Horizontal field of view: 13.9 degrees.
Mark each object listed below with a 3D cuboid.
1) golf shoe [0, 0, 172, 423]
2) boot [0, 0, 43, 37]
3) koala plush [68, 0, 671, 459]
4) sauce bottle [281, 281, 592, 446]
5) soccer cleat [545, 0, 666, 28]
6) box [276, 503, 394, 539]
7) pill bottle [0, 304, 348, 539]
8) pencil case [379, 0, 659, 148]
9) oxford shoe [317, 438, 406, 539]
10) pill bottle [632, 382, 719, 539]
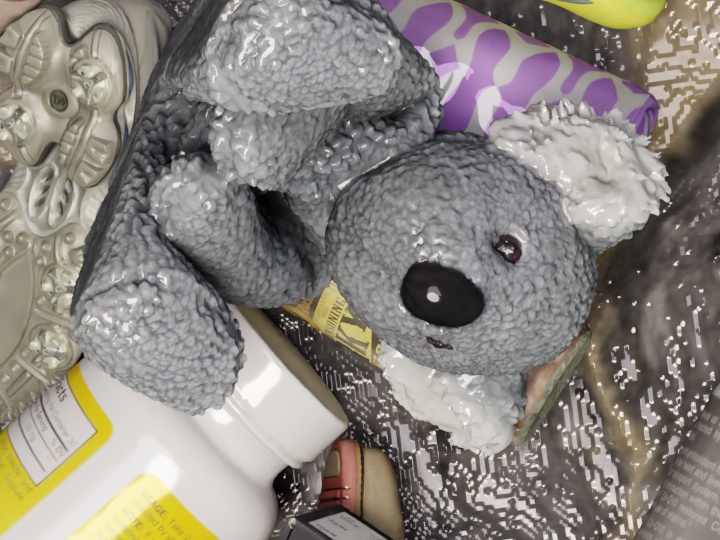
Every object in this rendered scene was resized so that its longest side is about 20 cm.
[{"bbox_3d":[-0.122,-0.027,1.271,0.078,0.097,0.200,29,119,14],"label":"golf shoe"},{"bbox_3d":[-0.137,-0.176,1.274,0.070,0.200,0.146,35,128,-10],"label":"boot"},{"bbox_3d":[0.009,-0.025,1.158,0.200,0.184,0.178,24,107,-10],"label":"koala plush"},{"bbox_3d":[0.000,0.000,1.257,0.200,0.065,0.065,31,91,11],"label":"sauce bottle"},{"bbox_3d":[0.040,-0.156,1.272,0.200,0.065,0.084,33,121,5],"label":"soccer cleat"},{"bbox_3d":[0.027,0.212,1.168,0.200,0.049,0.162,32,108,22],"label":"box"},{"bbox_3d":[-0.105,0.100,1.240,0.200,0.111,0.111,-41,82,4],"label":"pill bottle"},{"bbox_3d":[0.030,-0.073,1.251,0.200,0.084,0.086,27,114,11],"label":"pencil case"},{"bbox_3d":[0.024,0.168,1.247,0.075,0.070,0.201,-8,89,-11],"label":"oxford shoe"},{"bbox_3d":[0.174,0.111,1.197,0.114,0.114,0.200,28,91,9],"label":"pill bottle"}]
